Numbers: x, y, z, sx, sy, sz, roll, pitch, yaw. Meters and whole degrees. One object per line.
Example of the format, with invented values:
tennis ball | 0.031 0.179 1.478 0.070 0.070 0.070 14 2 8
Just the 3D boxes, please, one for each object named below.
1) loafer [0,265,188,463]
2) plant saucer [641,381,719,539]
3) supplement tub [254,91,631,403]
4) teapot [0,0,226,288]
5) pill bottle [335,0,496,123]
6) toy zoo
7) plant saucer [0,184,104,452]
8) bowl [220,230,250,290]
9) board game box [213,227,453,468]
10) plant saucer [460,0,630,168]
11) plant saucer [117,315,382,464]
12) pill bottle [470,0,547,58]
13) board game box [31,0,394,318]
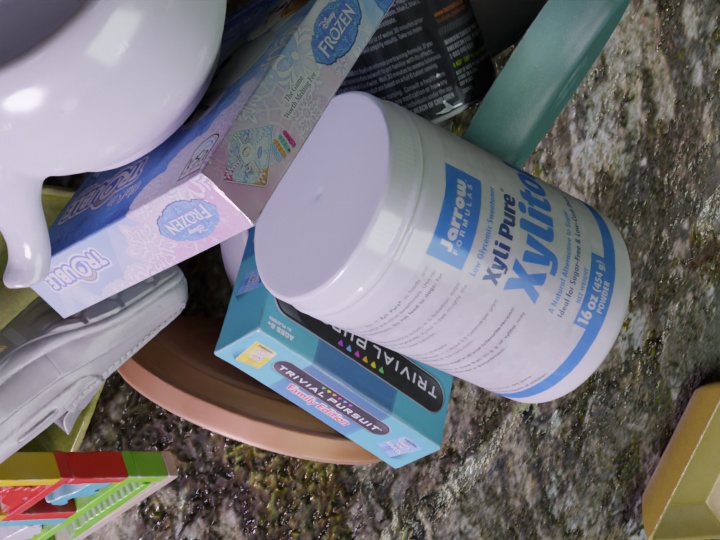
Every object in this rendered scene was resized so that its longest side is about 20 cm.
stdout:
loafer | -0.185 0.061 1.011 0.199 0.070 0.070 -32 124 -18
plant saucer | 0.395 0.205 1.914 0.199 0.048 0.202 9 110 -51
supplement tub | 0.051 -0.009 1.012 0.199 0.132 0.133 23 99 -35
teapot | -0.142 -0.128 0.900 0.199 0.199 0.146 -27 142 15
pill bottle | 0.004 -0.187 1.047 0.106 0.106 0.202 -29 104 -33
toy zoo | -0.229 0.153 1.097 0.131 0.021 0.199 -35 156 29
plant saucer | -0.231 0.030 1.037 0.199 0.048 0.202 5 112 -51
bowl | -0.026 -0.015 1.175 0.200 0.090 0.203 17 63 -37
board game box | 0.000 0.000 1.089 0.150 0.047 0.202 34 49 -27
plant saucer | 0.122 -0.128 1.097 0.201 0.036 0.200 -55 174 -8
plant saucer | -0.065 0.073 1.137 0.199 0.199 0.033 7 107 -51
pill bottle | 0.103 -0.222 1.180 0.199 0.114 0.115 -34 139 -31
board game box | -0.084 -0.080 0.959 0.043 0.199 0.200 43 53 -20
